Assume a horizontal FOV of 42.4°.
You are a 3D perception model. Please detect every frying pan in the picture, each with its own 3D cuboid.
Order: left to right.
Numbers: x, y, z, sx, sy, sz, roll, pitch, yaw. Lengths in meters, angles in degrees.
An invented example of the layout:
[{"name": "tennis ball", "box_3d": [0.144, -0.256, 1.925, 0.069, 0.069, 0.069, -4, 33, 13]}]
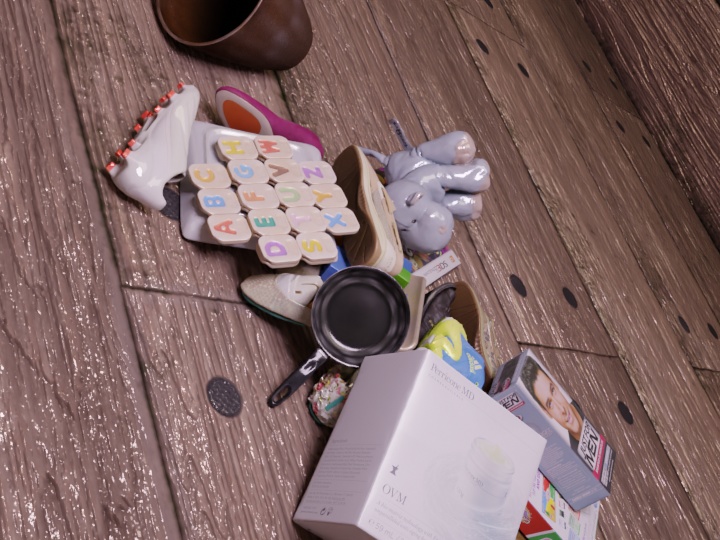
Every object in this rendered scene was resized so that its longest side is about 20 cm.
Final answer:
[{"name": "frying pan", "box_3d": [-0.016, 0.087, 1.051, 0.115, 0.191, 0.031, 25, -5, -8]}]

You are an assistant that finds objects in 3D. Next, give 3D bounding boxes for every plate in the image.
[{"name": "plate", "box_3d": [-0.126, -0.108, 1.155, 0.199, 0.032, 0.201, 9, 48, -23]}]

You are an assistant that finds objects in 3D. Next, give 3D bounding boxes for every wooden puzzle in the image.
[{"name": "wooden puzzle", "box_3d": [0.000, 0.000, 1.214, 0.200, 0.046, 0.185, 31, 30, -9]}]

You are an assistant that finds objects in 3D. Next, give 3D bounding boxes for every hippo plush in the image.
[{"name": "hippo plush", "box_3d": [0.095, -0.118, 1.339, 0.200, 0.159, 0.161, 45, 31, -14]}]

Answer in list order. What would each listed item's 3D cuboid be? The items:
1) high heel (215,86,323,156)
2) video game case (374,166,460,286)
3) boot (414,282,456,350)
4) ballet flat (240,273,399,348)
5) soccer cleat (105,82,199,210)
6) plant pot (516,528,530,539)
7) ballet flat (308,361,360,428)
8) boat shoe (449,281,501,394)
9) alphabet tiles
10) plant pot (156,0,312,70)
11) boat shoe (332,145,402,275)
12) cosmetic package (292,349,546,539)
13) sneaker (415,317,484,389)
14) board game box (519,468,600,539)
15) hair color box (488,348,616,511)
[{"name": "high heel", "box_3d": [-0.125, -0.203, 1.283, 0.200, 0.067, 0.096, 47, 36, -39]}, {"name": "video game case", "box_3d": [0.058, -0.063, 1.425, 0.200, 0.036, 0.181, 56, 29, 4]}, {"name": "boot", "box_3d": [0.118, 0.123, 1.300, 0.174, 0.069, 0.200, 54, 39, -1]}, {"name": "ballet flat", "box_3d": [-0.042, 0.039, 1.097, 0.199, 0.062, 0.068, 25, 28, -7]}, {"name": "soccer cleat", "box_3d": [-0.229, -0.147, 1.090, 0.078, 0.069, 0.200, 46, 38, -23]}, {"name": "plant pot", "box_3d": [0.212, 0.314, 1.265, 0.200, 0.027, 0.200, 36, 34, -29]}, {"name": "ballet flat", "box_3d": [0.003, 0.126, 1.130, 0.076, 0.064, 0.200, 51, 30, -6]}, {"name": "boat shoe", "box_3d": [0.167, 0.114, 1.371, 0.063, 0.073, 0.201, 19, 55, -53]}, {"name": "alphabet tiles", "box_3d": [-0.101, -0.087, 1.113, 0.195, 0.015, 0.200, -5, 55, -31]}, {"name": "plant pot", "box_3d": [-0.156, -0.369, 1.328, 0.200, 0.187, 0.187, 25, 38, -62]}, {"name": "boat shoe", "box_3d": [0.009, -0.077, 1.206, 0.065, 0.072, 0.201, 21, 39, -38]}, {"name": "cosmetic package", "box_3d": [0.070, 0.222, 0.992, 0.199, 0.123, 0.201, 38, 60, -25]}, {"name": "sneaker", "box_3d": [0.102, 0.139, 1.159, 0.105, 0.076, 0.200, 43, 43, 3]}, {"name": "board game box", "box_3d": [0.244, 0.296, 1.260, 0.200, 0.040, 0.153, 50, 30, -7]}, {"name": "hair color box", "box_3d": [0.262, 0.216, 1.266, 0.200, 0.061, 0.099, 49, 30, -6]}]
